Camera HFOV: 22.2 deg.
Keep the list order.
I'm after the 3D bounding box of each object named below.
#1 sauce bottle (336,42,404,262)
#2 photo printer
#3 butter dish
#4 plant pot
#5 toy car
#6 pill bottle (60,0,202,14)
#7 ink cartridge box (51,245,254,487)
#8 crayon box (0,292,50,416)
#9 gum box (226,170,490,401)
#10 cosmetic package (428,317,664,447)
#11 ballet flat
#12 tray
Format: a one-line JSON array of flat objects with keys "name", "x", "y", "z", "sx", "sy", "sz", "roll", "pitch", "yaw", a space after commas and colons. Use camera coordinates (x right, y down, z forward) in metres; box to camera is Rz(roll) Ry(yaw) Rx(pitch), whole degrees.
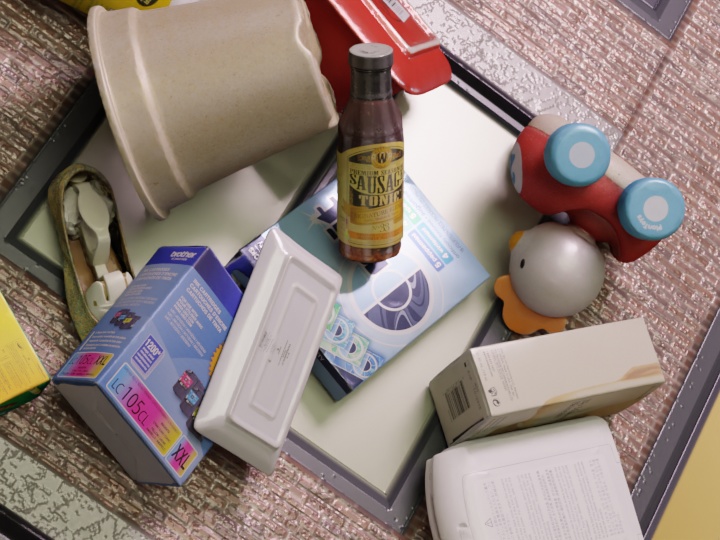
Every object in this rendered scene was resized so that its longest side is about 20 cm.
[{"name": "sauce bottle", "x": 0.008, "y": -0.107, "z": 1.681, "sx": 0.066, "sy": 0.066, "sz": 0.200, "roll": -17, "pitch": 120, "yaw": -28}, {"name": "photo printer", "x": 0.160, "y": 0.233, "z": 1.732, "sx": 0.200, "sy": 0.069, "sz": 0.167, "roll": -9, "pitch": 75, "yaw": -26}, {"name": "butter dish", "x": -0.029, "y": -0.220, "z": 1.782, "sx": 0.200, "sy": 0.148, "sz": 0.199, "roll": 50, "pitch": 20, "yaw": 1}, {"name": "plant pot", "x": -0.124, "y": -0.166, "z": 1.641, "sx": 0.183, "sy": 0.200, "sz": 0.201, "roll": -17, "pitch": 77, "yaw": 5}, {"name": "toy car", "x": 0.194, "y": -0.033, "z": 1.817, "sx": 0.177, "sy": 0.184, "sz": 0.200, "roll": 35, "pitch": 90, "yaw": -8}, {"name": "pill bottle", "x": -0.214, "y": -0.284, "z": 1.733, "sx": 0.200, "sy": 0.114, "sz": 0.115, "roll": 25, "pitch": 63, "yaw": -14}, {"name": "ink cartridge box", "x": -0.159, "y": 0.071, "z": 1.621, "sx": 0.200, "sy": 0.076, "sz": 0.137, "roll": -54, "pitch": 125, "yaw": -31}, {"name": "crayon box", "x": -0.370, "y": 0.042, "z": 1.576, "sx": 0.119, "sy": 0.058, "sz": 0.200, "roll": -28, "pitch": 84, "yaw": -30}, {"name": "gum box", "x": 0.000, "y": 0.000, "z": 1.763, "sx": 0.200, "sy": 0.045, "sz": 0.170, "roll": -38, "pitch": 88, "yaw": -31}, {"name": "cosmetic package", "x": 0.179, "y": 0.108, "z": 1.767, "sx": 0.200, "sy": 0.105, "sz": 0.071, "roll": -9, "pitch": 71, "yaw": -25}, {"name": "ballet flat", "x": -0.233, "y": -0.004, "z": 1.649, "sx": 0.071, "sy": 0.071, "sz": 0.200, "roll": -11, "pitch": 76, "yaw": -27}, {"name": "tray", "x": -0.074, "y": 0.072, "z": 1.638, "sx": 0.107, "sy": 0.022, "sz": 0.200, "roll": 37, "pitch": 65, "yaw": -40}]
